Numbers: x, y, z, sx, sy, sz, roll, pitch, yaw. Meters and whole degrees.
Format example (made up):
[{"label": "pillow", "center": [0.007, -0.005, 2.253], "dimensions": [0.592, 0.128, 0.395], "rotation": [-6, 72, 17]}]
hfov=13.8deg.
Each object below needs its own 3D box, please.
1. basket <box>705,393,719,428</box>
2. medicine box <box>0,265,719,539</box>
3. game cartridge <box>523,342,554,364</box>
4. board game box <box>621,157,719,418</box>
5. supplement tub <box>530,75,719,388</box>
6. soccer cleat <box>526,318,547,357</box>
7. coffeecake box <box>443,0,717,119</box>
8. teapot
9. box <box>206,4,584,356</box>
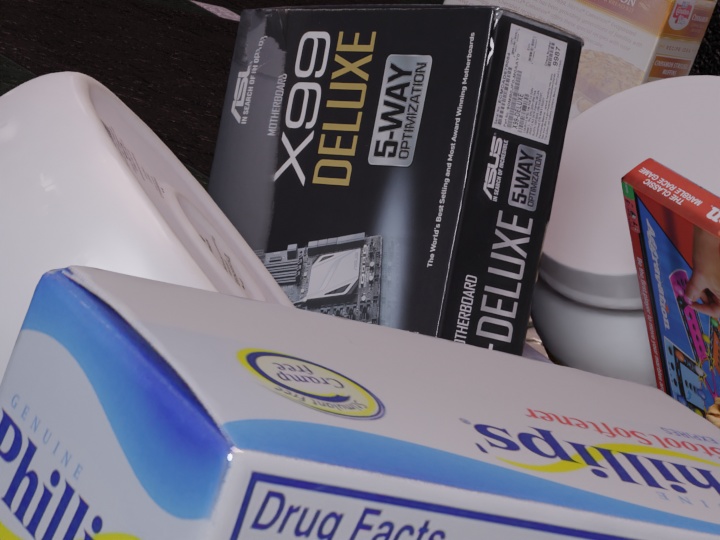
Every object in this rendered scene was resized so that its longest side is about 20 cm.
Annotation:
[{"label": "basket", "center": [0.180, 0.131, 1.020], "dimensions": [0.143, 0.149, 0.200], "rotation": [33, 9, -21]}, {"label": "medicine box", "center": [-0.008, 0.121, 0.677], "dimensions": [0.182, 0.200, 0.103], "rotation": [13, 14, -34]}, {"label": "game cartridge", "center": [0.096, 0.088, 1.194], "dimensions": [0.200, 0.041, 0.133], "rotation": [48, -10, -36]}, {"label": "board game box", "center": [0.155, 0.055, 1.165], "dimensions": [0.019, 0.200, 0.103], "rotation": [-37, 46, -23]}, {"label": "supplement tub", "center": [0.156, 0.030, 1.298], "dimensions": [0.145, 0.145, 0.200], "rotation": [34, -24, 48]}, {"label": "soccer cleat", "center": [0.092, 0.033, 1.520], "dimensions": [0.070, 0.087, 0.200], "rotation": [22, 12, 5]}, {"label": "coffeecake box", "center": [0.119, -0.113, 1.940], "dimensions": [0.153, 0.200, 0.073], "rotation": [27, 13, 26]}, {"label": "teapot", "center": [-0.102, 0.040, 1.045], "dimensions": [0.198, 0.146, 0.200], "rotation": [53, 4, 16]}, {"label": "box", "center": [0.000, 0.000, 1.142], "dimensions": [0.050, 0.201, 0.158], "rotation": [14, -4, -39]}]
